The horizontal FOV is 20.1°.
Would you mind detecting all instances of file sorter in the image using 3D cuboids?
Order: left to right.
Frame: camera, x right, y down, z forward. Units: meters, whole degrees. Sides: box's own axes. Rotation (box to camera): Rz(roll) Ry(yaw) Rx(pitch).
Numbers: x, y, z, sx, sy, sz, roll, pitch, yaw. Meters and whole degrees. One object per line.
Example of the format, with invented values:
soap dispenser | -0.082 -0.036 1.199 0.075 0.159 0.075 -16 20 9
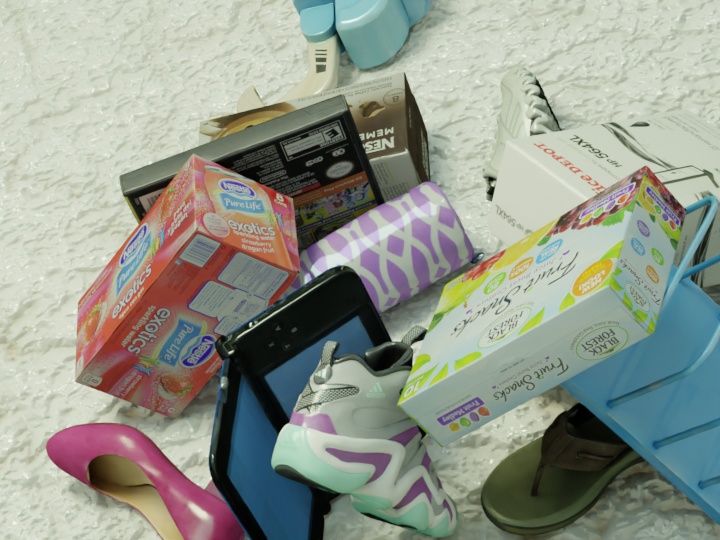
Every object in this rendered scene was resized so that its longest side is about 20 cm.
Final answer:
file sorter | 0.260 0.065 1.432 0.123 0.200 0.139 -32 21 56

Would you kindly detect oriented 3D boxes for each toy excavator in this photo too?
toy excavator | -0.025 -0.222 1.940 0.193 0.100 0.201 -12 53 13

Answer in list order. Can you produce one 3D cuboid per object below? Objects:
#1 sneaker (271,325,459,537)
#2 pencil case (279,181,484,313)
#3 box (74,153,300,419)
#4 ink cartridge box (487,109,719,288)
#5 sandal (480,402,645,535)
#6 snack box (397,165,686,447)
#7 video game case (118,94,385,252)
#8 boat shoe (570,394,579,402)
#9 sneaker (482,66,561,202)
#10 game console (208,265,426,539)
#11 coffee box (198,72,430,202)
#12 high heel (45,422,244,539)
sneaker | 0.028 0.110 1.487 0.077 0.200 0.141 12 77 37
pencil case | 0.000 0.000 1.714 0.199 0.084 0.085 -28 8 -9
box | -0.144 0.016 1.668 0.200 0.102 0.095 -49 30 33
ink cartridge box | 0.224 -0.051 1.610 0.199 0.085 0.146 -12 36 -34
sandal | 0.174 0.126 1.534 0.200 0.058 0.080 -32 44 -11
snack box | 0.127 0.026 1.415 0.200 0.053 0.143 -33 22 36
video game case | -0.083 -0.051 1.721 0.199 0.181 0.026 -20 50 2
boat shoe | 0.157 0.051 1.580 0.072 0.061 0.201 -21 23 -22
sneaker | 0.140 -0.102 1.767 0.081 0.075 0.201 -23 42 12
game console | -0.025 0.129 1.504 0.170 0.201 0.118 -33 43 -6
coffee box | -0.041 -0.093 1.820 0.199 0.080 0.113 -12 43 11
high heel | -0.181 0.180 1.613 0.199 0.068 0.096 9 41 25
